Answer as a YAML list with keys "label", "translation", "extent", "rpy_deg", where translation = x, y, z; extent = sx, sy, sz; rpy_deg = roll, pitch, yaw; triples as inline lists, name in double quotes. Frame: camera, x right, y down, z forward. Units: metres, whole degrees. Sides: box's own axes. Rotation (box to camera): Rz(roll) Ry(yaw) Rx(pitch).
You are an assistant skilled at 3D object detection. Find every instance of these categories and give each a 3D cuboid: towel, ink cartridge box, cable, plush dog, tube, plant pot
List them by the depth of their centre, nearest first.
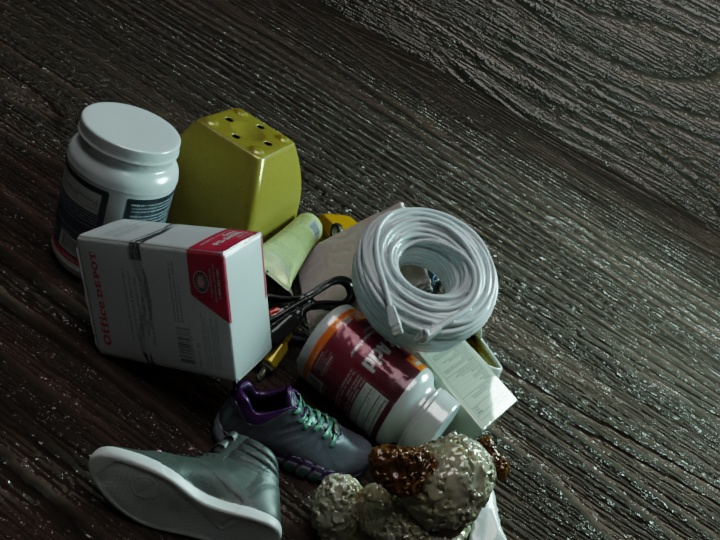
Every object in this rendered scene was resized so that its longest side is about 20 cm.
- label: "plush dog"
  translation: [0.070, 0.241, 0.673]
  extent: [0.196, 0.174, 0.161]
  rpy_deg: [2, 36, -36]
- label: "ink cartridge box"
  translation: [-0.208, 0.027, 0.742]
  extent: [0.195, 0.149, 0.083]
  rpy_deg: [7, 23, 22]
- label: "cable"
  translation: [0.085, 0.009, 0.863]
  extent: [0.196, 0.070, 0.203]
  rpy_deg: [-11, 57, -25]
- label: "cable"
  translation: [-0.093, 0.053, 0.889]
  extent: [0.199, 0.050, 0.098]
  rpy_deg: [-38, 96, -38]
- label: "tube"
  translation: [-0.108, -0.033, 0.980]
  extent: [0.056, 0.053, 0.201]
  rpy_deg: [-1, 22, 13]
- label: "towel"
  translation: [0.000, 0.000, 0.994]
  extent: [0.032, 0.196, 0.193]
  rpy_deg: [57, 11, -43]
- label: "plant pot"
  translation: [-0.200, -0.127, 1.003]
  extent: [0.193, 0.203, 0.194]
  rpy_deg: [30, 30, 9]

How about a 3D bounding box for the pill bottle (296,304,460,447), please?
- label: "pill bottle"
  translation: [0.023, 0.147, 0.844]
  extent: [0.198, 0.116, 0.114]
  rpy_deg: [37, 31, 17]

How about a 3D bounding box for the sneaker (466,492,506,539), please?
- label: "sneaker"
  translation: [0.141, 0.321, 0.724]
  extent: [0.083, 0.073, 0.202]
  rpy_deg: [25, 40, -10]

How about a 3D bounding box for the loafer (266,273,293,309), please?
- label: "loafer"
  translation: [-0.172, 0.019, 0.899]
  extent: [0.196, 0.078, 0.068]
  rpy_deg: [11, -2, -35]

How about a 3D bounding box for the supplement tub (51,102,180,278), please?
- label: "supplement tub"
  translation: [-0.319, -0.098, 0.859]
  extent: [0.137, 0.203, 0.142]
  rpy_deg: [20, 30, -12]

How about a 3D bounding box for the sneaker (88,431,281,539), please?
- label: "sneaker"
  translation: [-0.166, 0.202, 0.657]
  extent: [0.196, 0.071, 0.100]
  rpy_deg: [26, 27, -14]

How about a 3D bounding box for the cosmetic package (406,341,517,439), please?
- label: "cosmetic package"
  translation: [0.114, 0.144, 0.928]
  extent: [0.102, 0.074, 0.201]
  rpy_deg: [-20, 64, -45]

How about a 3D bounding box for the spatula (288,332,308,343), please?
- label: "spatula"
  translation: [-0.158, 0.077, 0.897]
  extent: [0.196, 0.021, 0.056]
  rpy_deg: [17, 6, -25]

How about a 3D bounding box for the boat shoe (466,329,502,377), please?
- label: "boat shoe"
  translation: [0.173, 0.101, 1.066]
  extent: [0.073, 0.087, 0.204]
  rpy_deg: [10, 34, -26]

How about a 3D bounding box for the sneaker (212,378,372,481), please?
- label: "sneaker"
  translation: [-0.065, 0.180, 0.748]
  extent: [0.195, 0.089, 0.075]
  rpy_deg: [16, 31, -18]

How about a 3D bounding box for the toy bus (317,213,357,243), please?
- label: "toy bus"
  translation: [-0.012, -0.020, 1.111]
  extent: [0.064, 0.079, 0.201]
  rpy_deg: [3, 38, -37]

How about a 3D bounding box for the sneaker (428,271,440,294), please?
- label: "sneaker"
  translation: [0.117, 0.014, 1.157]
  extent: [0.076, 0.072, 0.201]
  rpy_deg: [18, 23, -7]
